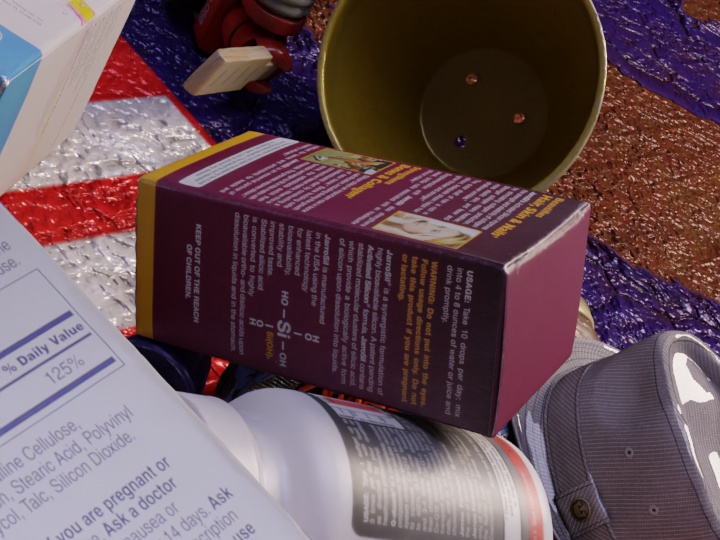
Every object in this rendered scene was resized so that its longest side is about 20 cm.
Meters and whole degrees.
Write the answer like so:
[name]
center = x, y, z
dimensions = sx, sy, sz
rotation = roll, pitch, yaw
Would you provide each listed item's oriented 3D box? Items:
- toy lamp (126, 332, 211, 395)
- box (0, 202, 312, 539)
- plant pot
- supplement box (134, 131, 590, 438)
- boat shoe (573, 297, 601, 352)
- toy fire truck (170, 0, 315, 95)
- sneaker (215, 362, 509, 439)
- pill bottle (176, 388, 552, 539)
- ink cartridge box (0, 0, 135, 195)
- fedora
[toy lamp]
center = -0.125, 0.083, 0.744
dimensions = 0.058, 0.058, 0.200
rotation = 33, 31, 1
[box]
center = -0.134, 0.107, 0.481
dimensions = 0.200, 0.105, 0.183
rotation = 46, 47, 12
[plant pot]
center = 0.081, -0.126, 1.117
dimensions = 0.200, 0.200, 0.142
rotation = 42, 3, 14
[supplement box]
center = 0.000, 0.000, 0.770
dimensions = 0.198, 0.087, 0.110
rotation = 14, 24, 24
[boat shoe]
center = 0.075, 0.035, 0.975
dimensions = 0.198, 0.072, 0.068
rotation = 16, 33, -30
[toy fire truck]
center = -0.062, -0.200, 1.073
dimensions = 0.127, 0.177, 0.201
rotation = 14, 37, -29
[sneaker]
center = 0.011, 0.071, 0.871
dimensions = 0.198, 0.076, 0.079
rotation = 7, 43, -34
[pill bottle]
center = -0.015, 0.117, 0.718
dimensions = 0.199, 0.116, 0.116
rotation = 16, 34, -40
[ink cartridge box]
center = -0.223, -0.126, 0.875
dimensions = 0.128, 0.126, 0.200
rotation = 33, 31, 0
[fedora]
center = 0.183, 0.108, 0.909
dimensions = 0.175, 0.090, 0.202
rotation = 5, 58, -38
